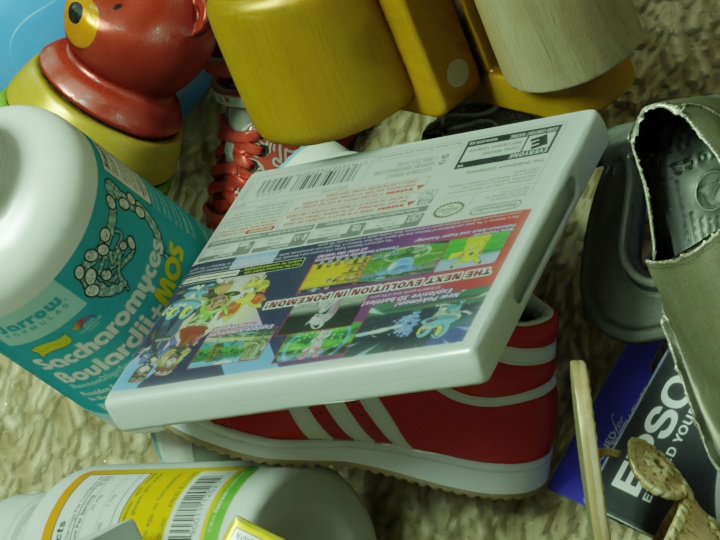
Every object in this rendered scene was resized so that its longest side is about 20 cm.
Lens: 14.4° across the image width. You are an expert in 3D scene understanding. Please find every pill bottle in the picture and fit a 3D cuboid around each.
[{"bbox_3d":[-0.147,-0.007,1.379,0.111,0.200,0.111,-20,53,29],"label":"pill bottle"},{"bbox_3d":[-0.098,0.151,1.411,0.200,0.111,0.111,-5,61,40],"label":"pill bottle"}]

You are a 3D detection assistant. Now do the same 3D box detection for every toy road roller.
[{"bbox_3d":[0.021,-0.123,1.369,0.146,0.123,0.200,-39,32,-26],"label":"toy road roller"}]

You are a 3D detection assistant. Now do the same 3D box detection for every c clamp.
[{"bbox_3d":[0.167,-0.048,1.307,0.200,0.027,0.171,-5,61,42],"label":"c clamp"}]

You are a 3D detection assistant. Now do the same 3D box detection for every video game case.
[{"bbox_3d":[0.000,0.000,1.314,0.200,0.023,0.182,-9,33,32],"label":"video game case"}]

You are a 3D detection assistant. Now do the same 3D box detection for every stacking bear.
[{"bbox_3d":[-0.143,-0.075,1.483,0.200,0.114,0.121,-58,43,22],"label":"stacking bear"}]

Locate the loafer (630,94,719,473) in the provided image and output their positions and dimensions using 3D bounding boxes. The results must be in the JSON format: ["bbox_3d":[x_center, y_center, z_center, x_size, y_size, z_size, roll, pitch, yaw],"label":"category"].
[{"bbox_3d":[0.154,0.011,1.229,0.075,0.070,0.200,-31,59,32],"label":"loafer"}]

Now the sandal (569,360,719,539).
[{"bbox_3d":[0.134,0.138,1.213,0.070,0.078,0.212,-6,95,3],"label":"sandal"}]

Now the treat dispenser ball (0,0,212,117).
[{"bbox_3d":[-0.168,-0.161,1.605,0.201,0.201,0.201,-22,51,30],"label":"treat dispenser ball"}]

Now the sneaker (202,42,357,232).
[{"bbox_3d":[-0.060,-0.072,1.522,0.067,0.108,0.201,26,83,47],"label":"sneaker"}]

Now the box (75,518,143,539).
[{"bbox_3d":[-0.153,0.221,1.379,0.200,0.041,0.156,-25,89,41],"label":"box"}]

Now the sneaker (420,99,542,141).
[{"bbox_3d":[0.055,-0.048,1.423,0.075,0.082,0.200,-13,54,35],"label":"sneaker"}]

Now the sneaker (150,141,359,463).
[{"bbox_3d":[-0.038,0.028,1.464,0.081,0.076,0.200,22,82,45],"label":"sneaker"}]

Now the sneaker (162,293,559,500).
[{"bbox_3d":[-0.002,0.036,1.339,0.200,0.113,0.071,9,27,3],"label":"sneaker"}]

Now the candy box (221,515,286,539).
[{"bbox_3d":[0.010,0.198,1.273,0.200,0.026,0.102,25,79,13],"label":"candy box"}]

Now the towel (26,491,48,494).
[{"bbox_3d":[-0.268,0.172,1.522,0.200,0.153,0.023,-22,93,43],"label":"towel"}]

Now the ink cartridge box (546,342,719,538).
[{"bbox_3d":[0.187,0.040,1.283,0.200,0.043,0.198,22,80,48],"label":"ink cartridge box"}]
